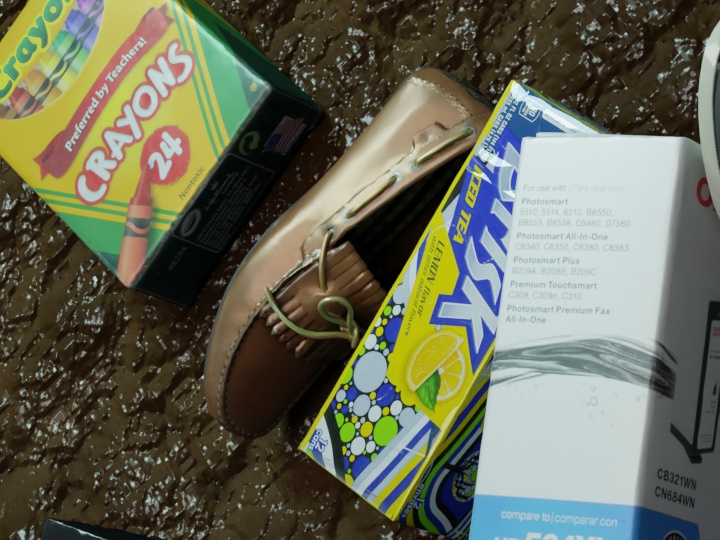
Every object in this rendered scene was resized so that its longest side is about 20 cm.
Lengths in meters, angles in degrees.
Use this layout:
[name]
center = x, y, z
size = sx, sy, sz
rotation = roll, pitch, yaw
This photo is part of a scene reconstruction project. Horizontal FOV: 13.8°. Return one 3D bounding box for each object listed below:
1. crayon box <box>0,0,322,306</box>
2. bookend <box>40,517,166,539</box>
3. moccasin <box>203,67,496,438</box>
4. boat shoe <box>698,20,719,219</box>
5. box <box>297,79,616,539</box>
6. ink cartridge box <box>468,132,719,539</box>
[crayon box]
center = -0.125, -0.091, 1.536
size = 0.200, 0.051, 0.127
rotation = 43, 103, 35
[bookend]
center = -0.075, 0.239, 1.387
size = 0.199, 0.092, 0.200
rotation = 14, 87, 35
[moccasin]
center = 0.001, 0.001, 1.416
size = 0.201, 0.074, 0.078
rotation = -47, 47, 4
[boat shoe]
center = 0.193, -0.018, 1.230
size = 0.067, 0.072, 0.201
rotation = 1, 119, 42
[box]
center = 0.059, 0.019, 1.371
size = 0.070, 0.064, 0.200
rotation = 34, 98, 36
[ink cartridge box]
center = 0.125, 0.054, 1.265
size = 0.084, 0.146, 0.201
rotation = 2, 79, 36
